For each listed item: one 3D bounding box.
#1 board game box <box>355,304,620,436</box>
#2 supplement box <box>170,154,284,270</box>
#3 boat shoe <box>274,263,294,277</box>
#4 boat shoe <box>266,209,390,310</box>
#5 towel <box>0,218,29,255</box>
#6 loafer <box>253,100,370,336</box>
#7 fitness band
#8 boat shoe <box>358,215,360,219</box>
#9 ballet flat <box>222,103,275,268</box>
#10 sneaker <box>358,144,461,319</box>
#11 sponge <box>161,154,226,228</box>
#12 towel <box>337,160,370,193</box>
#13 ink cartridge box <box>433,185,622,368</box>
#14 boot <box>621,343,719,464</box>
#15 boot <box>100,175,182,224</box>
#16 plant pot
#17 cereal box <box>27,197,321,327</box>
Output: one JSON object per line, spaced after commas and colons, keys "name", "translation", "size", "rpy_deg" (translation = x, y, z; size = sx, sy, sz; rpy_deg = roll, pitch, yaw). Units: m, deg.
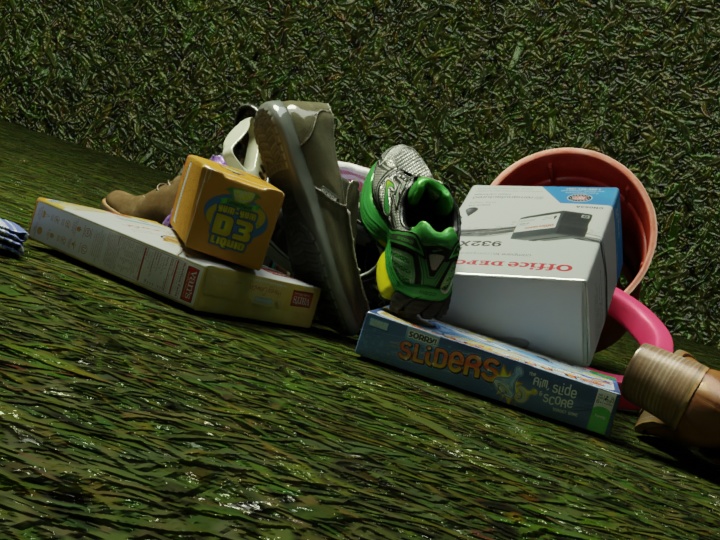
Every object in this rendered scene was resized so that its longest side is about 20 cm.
{"name": "board game box", "translation": [0.102, 0.075, 1.137], "size": [0.198, 0.035, 0.135], "rpy_deg": [18, 4, 7]}
{"name": "supplement box", "translation": [-0.110, -0.049, 1.156], "size": [0.066, 0.070, 0.200], "rpy_deg": [17, 1, -11]}
{"name": "boat shoe", "translation": [-0.035, -0.003, 1.381], "size": [0.073, 0.077, 0.200], "rpy_deg": [15, 2, 25]}
{"name": "boat shoe", "translation": [0.000, 0.000, 1.264], "size": [0.199, 0.073, 0.071], "rpy_deg": [27, -21, -24]}
{"name": "towel", "translation": [-0.350, -0.051, 1.082], "size": [0.198, 0.024, 0.145], "rpy_deg": [18, 1, -20]}
{"name": "loafer", "translation": [-0.024, -0.046, 1.179], "size": [0.069, 0.202, 0.075], "rpy_deg": [-21, 12, -23]}
{"name": "fitness band", "translation": [0.223, 0.064, 1.365], "size": [0.142, 0.038, 0.200], "rpy_deg": [28, 26, 3]}
{"name": "boat shoe", "translation": [0.081, -0.019, 1.444], "size": [0.198, 0.061, 0.076], "rpy_deg": [17, -2, 22]}
{"name": "ballet flat", "translation": [-0.108, -0.072, 1.319], "size": [0.067, 0.202, 0.068], "rpy_deg": [-22, -46, 27]}
{"name": "sneaker", "translation": [0.051, -0.048, 1.186], "size": [0.077, 0.086, 0.201], "rpy_deg": [11, 32, -16]}
{"name": "sponge", "translation": [-0.103, -0.049, 1.460], "size": [0.199, 0.112, 0.030], "rpy_deg": [12, 34, -51]}
{"name": "towel", "translation": [0.034, -0.031, 1.562], "size": [0.145, 0.030, 0.201], "rpy_deg": [16, -35, 25]}
{"name": "ink cartridge box", "translation": [0.146, 0.000, 1.283], "size": [0.143, 0.085, 0.200], "rpy_deg": [3, 26, 17]}
{"name": "boot", "translation": [0.284, 0.124, 1.095], "size": [0.154, 0.074, 0.200], "rpy_deg": [29, 3, 25]}
{"name": "boot", "translation": [-0.202, -0.067, 1.556], "size": [0.199, 0.076, 0.073], "rpy_deg": [19, 6, 41]}
{"name": "plant pot", "translation": [0.236, -0.003, 1.640], "size": [0.199, 0.203, 0.196], "rpy_deg": [18, -17, 20]}
{"name": "cereal box", "translation": [-0.148, -0.006, 1.157], "size": [0.198, 0.040, 0.143], "rpy_deg": [20, 4, 35]}
